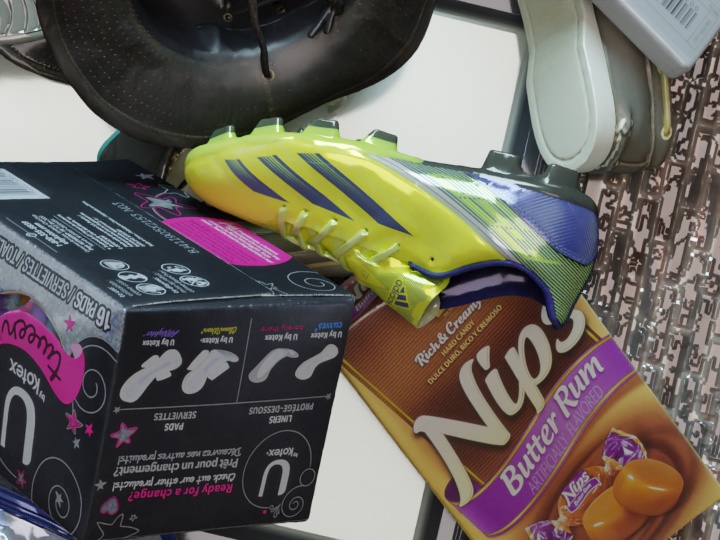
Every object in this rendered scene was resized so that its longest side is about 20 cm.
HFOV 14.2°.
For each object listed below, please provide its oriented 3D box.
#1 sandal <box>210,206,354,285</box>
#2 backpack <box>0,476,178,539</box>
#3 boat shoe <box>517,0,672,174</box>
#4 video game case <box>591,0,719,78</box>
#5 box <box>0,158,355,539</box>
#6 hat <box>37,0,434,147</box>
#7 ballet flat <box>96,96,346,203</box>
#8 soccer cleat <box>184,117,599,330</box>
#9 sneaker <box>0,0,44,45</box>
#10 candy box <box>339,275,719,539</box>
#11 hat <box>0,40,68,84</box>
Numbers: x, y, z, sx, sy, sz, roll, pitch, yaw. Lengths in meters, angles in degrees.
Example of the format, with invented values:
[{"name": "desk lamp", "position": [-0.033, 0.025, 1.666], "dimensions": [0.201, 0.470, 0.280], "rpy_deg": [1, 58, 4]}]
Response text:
[{"name": "sandal", "position": [0.000, 0.000, 1.447], "dimensions": [0.199, 0.080, 0.054], "rpy_deg": [2, 111, -6]}, {"name": "backpack", "position": [-0.169, 0.162, 1.376], "dimensions": [0.199, 0.191, 0.155], "rpy_deg": [19, 73, -2]}, {"name": "boat shoe", "position": [0.117, -0.146, 1.450], "dimensions": [0.060, 0.072, 0.203], "rpy_deg": [3, 76, -32]}, {"name": "video game case", "position": [0.134, -0.225, 1.421], "dimensions": [0.200, 0.023, 0.182], "rpy_deg": [43, 63, -10]}, {"name": "box", "position": [-0.118, 0.033, 1.326], "dimensions": [0.132, 0.200, 0.115], "rpy_deg": [-2, 111, -38]}, {"name": "hat", "position": [-0.061, -0.159, 1.357], "dimensions": [0.199, 0.081, 0.202], "rpy_deg": [-11, 128, -14]}, {"name": "ballet flat", "position": [-0.045, -0.092, 1.440], "dimensions": [0.200, 0.068, 0.068], "rpy_deg": [-47, 50, 4]}, {"name": "soccer cleat", "position": [0.010, -0.019, 1.329], "dimensions": [0.199, 0.065, 0.084], "rpy_deg": [10, 83, 10]}, {"name": "sneaker", "position": [-0.223, -0.145, 1.415], "dimensions": [0.199, 0.106, 0.075], "rpy_deg": [5, 88, 2]}, {"name": "candy box", "position": [0.076, 0.066, 1.415], "dimensions": [0.116, 0.056, 0.200], "rpy_deg": [-38, 111, 1]}, {"name": "hat", "position": [-0.119, -0.189, 1.434], "dimensions": [0.199, 0.081, 0.202], "rpy_deg": [0, 91, -2]}]
